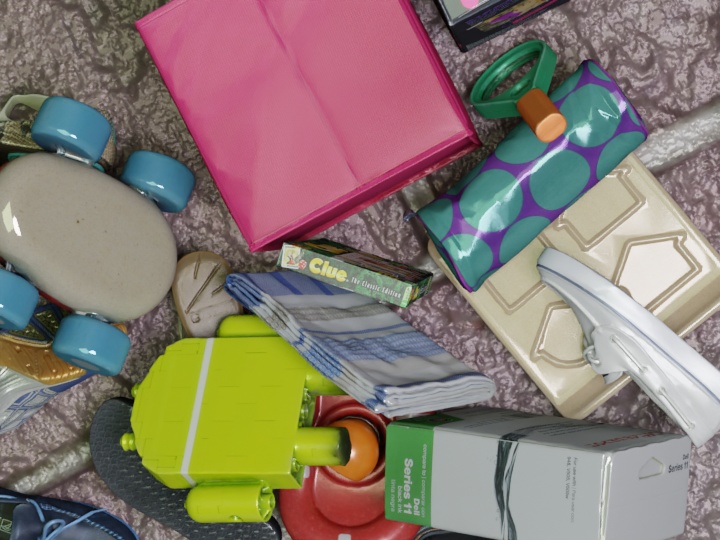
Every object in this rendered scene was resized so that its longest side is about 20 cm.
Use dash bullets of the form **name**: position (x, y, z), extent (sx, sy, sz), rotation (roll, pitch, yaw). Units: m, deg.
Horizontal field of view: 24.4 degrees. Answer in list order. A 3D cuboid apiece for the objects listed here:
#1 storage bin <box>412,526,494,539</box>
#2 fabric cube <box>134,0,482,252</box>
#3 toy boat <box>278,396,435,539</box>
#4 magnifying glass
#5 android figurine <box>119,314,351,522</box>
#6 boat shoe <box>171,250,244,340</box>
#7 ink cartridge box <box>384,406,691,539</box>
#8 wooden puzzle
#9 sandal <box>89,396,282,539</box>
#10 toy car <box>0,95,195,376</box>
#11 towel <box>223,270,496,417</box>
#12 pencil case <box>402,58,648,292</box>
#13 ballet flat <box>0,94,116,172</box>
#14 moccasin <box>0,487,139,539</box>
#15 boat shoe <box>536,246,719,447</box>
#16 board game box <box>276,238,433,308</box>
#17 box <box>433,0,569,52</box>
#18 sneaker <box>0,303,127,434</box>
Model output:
- **storage bin**: position (0.132, 0.273, 1.361), extent (0.200, 0.134, 0.146), rotation (-7, 90, 8)
- **fabric cube**: position (-0.033, -0.148, 1.341), extent (0.200, 0.196, 0.200), rotation (-28, 87, 6)
- **toy boat**: position (-0.007, 0.147, 1.376), extent (0.130, 0.131, 0.200), rotation (3, 91, 7)
- **magnifying glass**: position (0.131, -0.140, 1.325), extent (0.080, 0.200, 0.022), rotation (-39, 111, 9)
- **android figurine**: position (-0.100, 0.115, 1.337), extent (0.200, 0.041, 0.182), rotation (-4, 59, 19)
- **boat shoe**: position (-0.117, 0.080, 1.429), extent (0.073, 0.063, 0.200), rotation (-10, 93, -8)
- **ink cartridge box**: position (0.140, 0.163, 1.313), extent (0.200, 0.147, 0.083), rotation (4, 93, 37)
- **wooden puzzle**: position (0.185, -0.004, 1.397), extent (0.185, 0.046, 0.200), rotation (-40, 82, 5)
- **sandal**: position (-0.155, 0.188, 1.444), extent (0.200, 0.043, 0.076), rotation (43, 103, -5)
- **toy car**: position (-0.269, -0.026, 1.402), extent (0.177, 0.200, 0.185), rotation (31, 71, -33)
- **towel**: position (0.000, 0.052, 1.331), extent (0.200, 0.147, 0.024), rotation (37, 115, 35)
- **pencil case**: position (0.136, -0.077, 1.342), extent (0.200, 0.092, 0.085), rotation (-41, 105, 4)
- **ballet flat**: position (-0.310, -0.117, 1.448), extent (0.200, 0.068, 0.075), rotation (-1, 69, 1)
- **moccasin**: position (-0.294, 0.233, 1.442), extent (0.200, 0.068, 0.081), rotation (9, 92, 6)
- **boat shoe**: position (0.211, 0.061, 1.329), extent (0.200, 0.074, 0.065), rotation (40, 90, 10)
- **board game box**: position (0.000, 0.000, 1.338), extent (0.105, 0.200, 0.024), rotation (16, 94, 6)
- **box**: position (0.096, -0.257, 1.322), extent (0.106, 0.200, 0.122), rotation (-26, 88, 6)
- **sneaker**: position (-0.296, 0.093, 1.444), extent (0.200, 0.088, 0.075), rotation (-23, 66, -15)
